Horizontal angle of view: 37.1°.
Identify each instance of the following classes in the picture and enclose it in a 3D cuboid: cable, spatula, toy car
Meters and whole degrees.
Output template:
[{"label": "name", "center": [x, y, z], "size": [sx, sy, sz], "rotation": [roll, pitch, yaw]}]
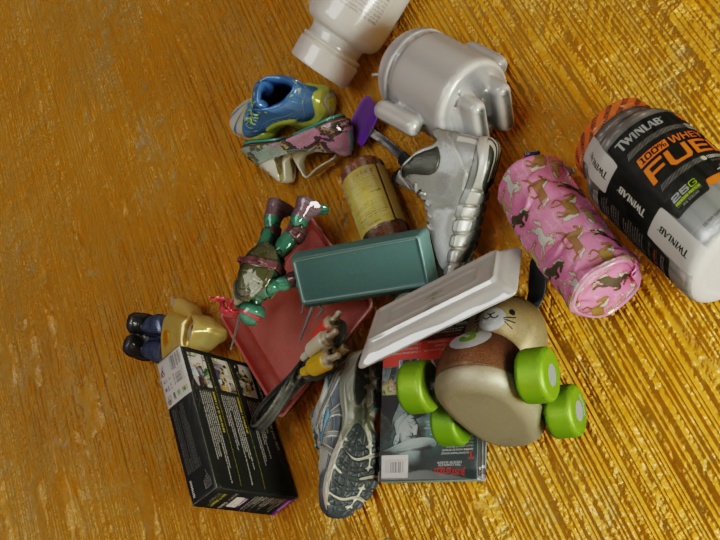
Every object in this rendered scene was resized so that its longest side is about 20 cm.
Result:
[{"label": "cable", "center": [-0.079, 0.119, 1.324], "size": [0.199, 0.050, 0.098], "rotation": [-38, 31, 33]}, {"label": "spatula", "center": [0.040, -0.156, 1.378], "size": [0.200, 0.020, 0.057], "rotation": [50, 122, 36]}, {"label": "toy car", "center": [0.147, 0.071, 1.143], "size": [0.162, 0.158, 0.203], "rotation": [-9, 54, 29]}]

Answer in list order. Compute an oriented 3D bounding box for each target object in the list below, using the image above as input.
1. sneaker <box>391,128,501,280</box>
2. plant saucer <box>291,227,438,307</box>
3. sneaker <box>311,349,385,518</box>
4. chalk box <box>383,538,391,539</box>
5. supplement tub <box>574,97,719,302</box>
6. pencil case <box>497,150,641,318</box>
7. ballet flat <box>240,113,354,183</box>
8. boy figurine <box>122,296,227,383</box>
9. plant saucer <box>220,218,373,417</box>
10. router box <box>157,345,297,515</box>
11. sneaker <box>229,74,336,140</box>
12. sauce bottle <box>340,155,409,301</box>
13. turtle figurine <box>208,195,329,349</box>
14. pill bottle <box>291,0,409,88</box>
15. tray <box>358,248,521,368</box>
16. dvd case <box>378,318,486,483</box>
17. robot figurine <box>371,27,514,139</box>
[{"label": "sneaker", "center": [0.084, -0.068, 1.242], "size": [0.114, 0.075, 0.203], "rotation": [19, 102, 15]}, {"label": "plant saucer", "center": [0.000, 0.000, 1.262], "size": [0.197, 0.019, 0.071], "rotation": [-9, 96, 36]}, {"label": "sneaker", "center": [-0.022, 0.199, 1.297], "size": [0.085, 0.077, 0.203], "rotation": [-10, 61, 45]}, {"label": "chalk box", "center": [0.068, 0.377, 1.123], "size": [0.125, 0.123, 0.201], "rotation": [-52, 49, 16]}, {"label": "supplement tub", "center": [0.307, -0.075, 1.056], "size": [0.123, 0.122, 0.201], "rotation": [-50, 51, 16]}, {"label": "pencil case", "center": [0.219, -0.039, 1.131], "size": [0.087, 0.082, 0.201], "rotation": [-64, 35, 34]}, {"label": "ballet flat", "center": [-0.088, -0.159, 1.468], "size": [0.198, 0.069, 0.073], "rotation": [-9, 92, 38]}, {"label": "boy figurine", "center": [-0.262, 0.099, 1.521], "size": [0.198, 0.064, 0.127], "rotation": [-2, 75, 50]}, {"label": "plant saucer", "center": [-0.079, 0.055, 1.407], "size": [0.201, 0.036, 0.200], "rotation": [-51, 50, 17]}, {"label": "router box", "center": [-0.169, 0.204, 1.362], "size": [0.051, 0.148, 0.202], "rotation": [-37, 55, 25]}, {"label": "sneaker", "center": [-0.132, -0.236, 1.495], "size": [0.198, 0.104, 0.077], "rotation": [-8, 71, 38]}, {"label": "sauce bottle", "center": [0.028, -0.048, 1.326], "size": [0.066, 0.066, 0.203], "rotation": [-35, 55, 27]}, {"label": "turtle figurine", "center": [-0.111, 0.006, 1.364], "size": [0.148, 0.101, 0.203], "rotation": [10, 73, 31]}, {"label": "pill bottle", "center": [-0.004, -0.351, 1.415], "size": [0.114, 0.114, 0.202], "rotation": [42, 105, 40]}, {"label": "tray", "center": [0.082, 0.034, 1.161], "size": [0.198, 0.022, 0.108], "rotation": [-28, 19, 23]}, {"label": "dvd case", "center": [0.084, 0.143, 1.249], "size": [0.144, 0.022, 0.204], "rotation": [-11, 69, 38]}, {"label": "robot figurine", "center": [0.097, -0.220, 1.288], "size": [0.168, 0.114, 0.200], "rotation": [-32, 46, -20]}]
